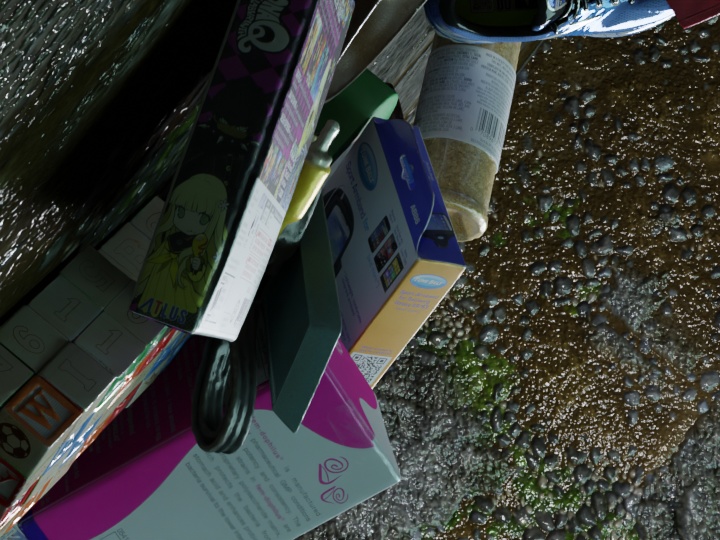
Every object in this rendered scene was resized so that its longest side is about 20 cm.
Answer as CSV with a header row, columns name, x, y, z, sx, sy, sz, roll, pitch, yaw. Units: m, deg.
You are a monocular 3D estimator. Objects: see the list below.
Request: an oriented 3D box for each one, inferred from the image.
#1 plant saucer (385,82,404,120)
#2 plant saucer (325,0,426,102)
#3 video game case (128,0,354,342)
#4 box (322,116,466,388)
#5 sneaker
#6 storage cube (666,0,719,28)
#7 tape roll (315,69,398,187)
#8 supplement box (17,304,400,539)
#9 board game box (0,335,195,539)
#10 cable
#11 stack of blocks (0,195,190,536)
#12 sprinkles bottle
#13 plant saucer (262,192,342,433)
name,x,y,z,sx,sy,sz,roll,pitch,yaw
plant saucer,-0.023,-0.044,1.606,0.201,0.037,0.201,-52,-168,16
plant saucer,0.030,-0.181,1.256,0.200,0.032,0.200,-51,177,-4
video game case,-0.049,-0.058,1.007,0.200,0.036,0.182,51,59,-87
box,0.000,0.000,1.385,0.200,0.041,0.119,-51,-139,36
sneaker,0.143,-0.187,1.512,0.199,0.079,0.089,-11,-167,3
storage cube,0.250,-0.288,1.371,0.171,0.180,0.200,-20,-160,45
tape roll,-0.055,-0.049,1.431,0.201,0.048,0.200,-51,177,-3
supplement box,-0.091,0.110,1.302,0.200,0.101,0.103,-28,-152,7
board game box,-0.144,0.118,1.377,0.200,0.134,0.029,-51,-149,16
cable,-0.070,-0.004,1.210,0.050,0.097,0.201,16,100,-42
stack of blocks,-0.144,0.045,1.128,0.200,0.059,0.115,-48,176,-47
sprinkles bottle,0.074,-0.122,1.582,0.068,0.068,0.201,124,-19,-64
plant saucer,-0.037,0.008,1.240,0.200,0.019,0.070,-101,-149,-60
